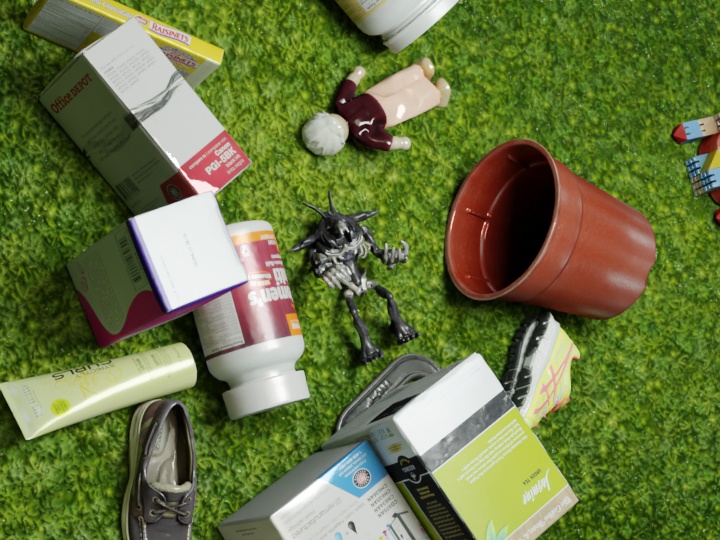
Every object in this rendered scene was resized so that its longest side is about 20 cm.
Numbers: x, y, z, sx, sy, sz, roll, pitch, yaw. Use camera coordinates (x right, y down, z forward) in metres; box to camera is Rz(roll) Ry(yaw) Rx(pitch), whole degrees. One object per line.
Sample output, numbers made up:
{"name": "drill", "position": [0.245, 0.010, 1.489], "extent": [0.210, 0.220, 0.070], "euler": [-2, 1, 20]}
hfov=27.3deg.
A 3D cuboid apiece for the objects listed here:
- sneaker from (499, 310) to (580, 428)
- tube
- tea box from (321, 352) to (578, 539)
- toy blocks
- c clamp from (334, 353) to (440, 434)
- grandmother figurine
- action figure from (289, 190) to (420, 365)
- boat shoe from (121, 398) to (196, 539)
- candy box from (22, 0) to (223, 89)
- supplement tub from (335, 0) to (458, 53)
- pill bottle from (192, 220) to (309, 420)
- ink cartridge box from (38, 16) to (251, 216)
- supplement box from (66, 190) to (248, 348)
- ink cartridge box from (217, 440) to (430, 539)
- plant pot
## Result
{"name": "sneaker", "position": [0.216, 0.151, 1.802], "extent": [0.090, 0.078, 0.200], "euler": [39, 63, -23]}
{"name": "tube", "position": [-0.270, 0.123, 1.548], "extent": [0.200, 0.058, 0.052], "euler": [-14, 100, -30]}
{"name": "tea box", "position": [0.093, 0.221, 1.613], "extent": [0.134, 0.200, 0.197], "euler": [-34, 92, -28]}
{"name": "toy blocks", "position": [0.515, -0.144, 2.048], "extent": [0.137, 0.100, 0.200], "euler": [-14, 84, -20]}
{"name": "c clamp", "position": [0.055, 0.202, 1.730], "extent": [0.171, 0.027, 0.200], "euler": [44, 62, -7]}
{"name": "grandmother figurine", "position": [0.016, -0.190, 1.792], "extent": [0.200, 0.061, 0.121], "euler": [-26, 63, -29]}
{"name": "action figure", "position": [0.000, 0.000, 1.705], "extent": [0.119, 0.102, 0.200], "euler": [-26, 92, -20]}
{"name": "boat shoe", "position": [-0.206, 0.231, 1.548], "extent": [0.072, 0.065, 0.200], "euler": [7, 74, -28]}
{"name": "candy box", "position": [-0.260, -0.253, 1.623], "extent": [0.200, 0.102, 0.026], "euler": [22, 62, -24]}
{"name": "supplement tub", "position": [0.020, -0.377, 1.788], "extent": [0.200, 0.145, 0.145], "euler": [47, 60, -11]}
{"name": "pill bottle", "position": [-0.124, 0.054, 1.614], "extent": [0.109, 0.110, 0.200], "euler": [-13, 83, -31]}
{"name": "ink cartridge box", "position": [-0.232, -0.151, 1.585], "extent": [0.200, 0.147, 0.083], "euler": [51, 58, -9]}
{"name": "supplement box", "position": [-0.213, 0.002, 1.525], "extent": [0.103, 0.200, 0.101], "euler": [-22, 89, -33]}
{"name": "ink cartridge box", "position": [-0.021, 0.310, 1.584], "extent": [0.147, 0.145, 0.200], "euler": [-35, 95, -31]}
{"name": "plant pot", "position": [0.241, -0.034, 1.806], "extent": [0.195, 0.201, 0.201], "euler": [20, 68, -33]}
